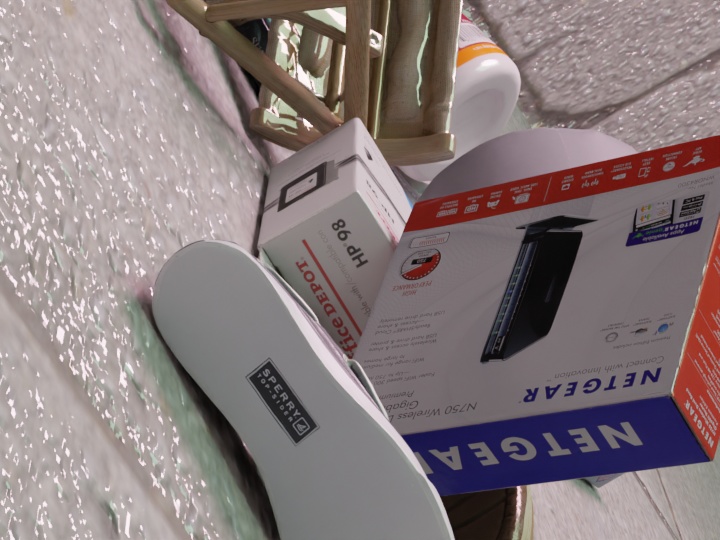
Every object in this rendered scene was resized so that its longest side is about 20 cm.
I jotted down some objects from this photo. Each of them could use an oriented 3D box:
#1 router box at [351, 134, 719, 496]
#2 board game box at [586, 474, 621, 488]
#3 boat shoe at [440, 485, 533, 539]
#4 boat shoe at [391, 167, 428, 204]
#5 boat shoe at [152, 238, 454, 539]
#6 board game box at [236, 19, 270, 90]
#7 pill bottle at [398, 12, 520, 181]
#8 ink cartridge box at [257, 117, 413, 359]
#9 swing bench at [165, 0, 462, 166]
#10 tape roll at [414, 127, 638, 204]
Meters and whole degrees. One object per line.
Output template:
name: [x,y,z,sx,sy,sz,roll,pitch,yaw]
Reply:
router box: [0.096,0.025,1.094,0.049,0.200,0.180,54,40,-32]
board game box: [0.158,0.079,1.899,0.200,0.041,0.199,64,10,20]
boat shoe: [0.060,0.126,1.201,0.200,0.071,0.076,-103,173,-60]
boat shoe: [0.062,-0.028,1.624,0.201,0.071,0.070,58,10,-2]
boat shoe: [-0.018,0.074,0.948,0.200,0.072,0.068,54,11,6]
board game box: [-0.070,-0.175,1.509,0.200,0.028,0.135,62,9,9]
pill bottle: [0.014,-0.168,1.597,0.200,0.113,0.113,46,3,25]
ink cartridge box: [0.000,0.000,1.244,0.116,0.067,0.200,58,10,-16]
swing bench: [-0.017,-0.195,1.339,0.200,0.129,0.199,59,32,-56]
tape roll: [0.127,0.002,1.494,0.200,0.200,0.066,53,11,-36]
